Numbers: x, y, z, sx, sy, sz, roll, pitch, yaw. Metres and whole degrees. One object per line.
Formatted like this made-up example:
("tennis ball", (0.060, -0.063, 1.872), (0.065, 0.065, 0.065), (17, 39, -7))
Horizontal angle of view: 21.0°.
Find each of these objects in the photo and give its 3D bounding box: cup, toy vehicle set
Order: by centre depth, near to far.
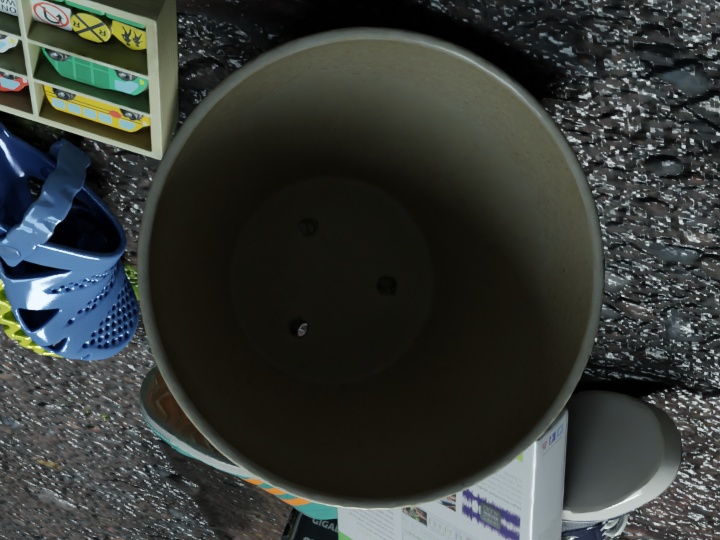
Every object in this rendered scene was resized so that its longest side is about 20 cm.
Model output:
("cup", (-0.004, 0.002, 0.878), (0.199, 0.201, 0.143), (23, 174, -7))
("toy vehicle set", (-0.183, -0.122, 0.920), (0.199, 0.027, 0.124), (18, 153, 5))

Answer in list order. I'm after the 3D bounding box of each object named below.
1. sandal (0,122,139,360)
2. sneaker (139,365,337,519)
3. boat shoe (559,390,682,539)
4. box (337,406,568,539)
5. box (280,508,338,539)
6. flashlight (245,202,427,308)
("sandal", (-0.165, -0.012, 1.064), (0.086, 0.080, 0.200), (4, 151, 23))
("sneaker", (-0.047, 0.117, 1.227), (0.199, 0.072, 0.080), (19, 149, -1))
("boat shoe", (0.133, 0.121, 1.127), (0.092, 0.075, 0.199), (19, 159, -33))
("box", (0.048, 0.131, 1.106), (0.144, 0.036, 0.201), (27, 135, 30))
("box", (0.041, 0.214, 1.328), (0.199, 0.046, 0.159), (21, 171, 0))
("flashlight", (0.000, 0.000, 0.989), (0.199, 0.068, 0.068), (26, 128, -3))
